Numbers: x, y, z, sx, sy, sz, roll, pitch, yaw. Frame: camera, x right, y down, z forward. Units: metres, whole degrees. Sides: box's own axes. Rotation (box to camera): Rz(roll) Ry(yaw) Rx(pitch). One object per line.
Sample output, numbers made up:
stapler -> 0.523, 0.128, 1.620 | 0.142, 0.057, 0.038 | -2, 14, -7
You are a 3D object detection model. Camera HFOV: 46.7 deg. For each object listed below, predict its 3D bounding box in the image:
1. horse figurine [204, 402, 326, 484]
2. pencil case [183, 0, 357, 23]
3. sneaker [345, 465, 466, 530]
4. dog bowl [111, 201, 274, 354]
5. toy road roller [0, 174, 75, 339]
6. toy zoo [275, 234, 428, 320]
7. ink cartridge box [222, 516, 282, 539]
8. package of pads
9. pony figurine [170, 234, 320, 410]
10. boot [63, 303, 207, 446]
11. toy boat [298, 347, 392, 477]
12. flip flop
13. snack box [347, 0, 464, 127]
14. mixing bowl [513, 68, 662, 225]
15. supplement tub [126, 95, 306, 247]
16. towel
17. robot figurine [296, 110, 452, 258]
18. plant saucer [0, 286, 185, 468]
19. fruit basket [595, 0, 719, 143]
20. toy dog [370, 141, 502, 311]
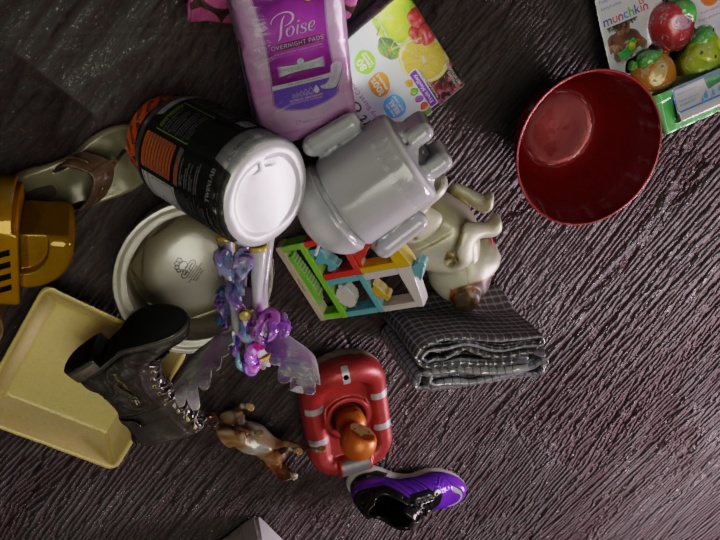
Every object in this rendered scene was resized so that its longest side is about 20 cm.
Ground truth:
horse figurine -> -0.144, 0.234, 1.159 | 0.199, 0.132, 0.051 | 33, 58, -26
pencil case -> -0.100, -0.323, 0.930 | 0.196, 0.095, 0.091 | -5, 157, -16
sneaker -> 0.079, 0.356, 1.275 | 0.196, 0.100, 0.071 | 6, 113, -19
dog bowl -> -0.209, -0.002, 1.043 | 0.196, 0.074, 0.204 | -7, 115, -14
toy road roller -> -0.395, -0.009, 0.933 | 0.143, 0.124, 0.203 | 1, 125, -17
toy zoo -> 0.000, 0.000, 1.069 | 0.197, 0.021, 0.132 | -11, 124, 34
ink cartridge box -> -0.190, 0.492, 1.260 | 0.199, 0.083, 0.147 | -37, 118, 1
package of pads -> -0.071, -0.236, 0.899 | 0.118, 0.076, 0.202 | -16, 136, -9
pony figurine -> -0.125, 0.058, 0.954 | 0.163, 0.194, 0.204 | 0, 111, 0
boot -> -0.245, 0.137, 1.026 | 0.197, 0.070, 0.175 | -22, 125, 24
toy boat -> -0.013, 0.214, 1.166 | 0.128, 0.131, 0.203 | -13, 117, -12
flip flop -> -0.326, -0.106, 0.968 | 0.197, 0.058, 0.082 | -22, 118, -7
snack box -> 0.010, -0.224, 1.024 | 0.199, 0.053, 0.143 | -39, 116, 4
mixing bowl -> 0.279, -0.174, 1.096 | 0.196, 0.109, 0.204 | -5, 115, -10
supplement tub -> -0.163, -0.117, 0.913 | 0.122, 0.199, 0.124 | -29, 134, -35
towel -> 0.140, 0.088, 1.142 | 0.196, 0.166, 0.087 | -5, 109, -15
robot figurine -> 0.006, -0.096, 0.945 | 0.198, 0.113, 0.171 | -34, 107, 12
plant saucer -> -0.356, 0.133, 1.070 | 0.198, 0.049, 0.202 | 29, 102, -25
fruit basket -> 0.414, -0.291, 1.102 | 0.182, 0.094, 0.203 | -22, 114, -7
toy dog -> 0.103, -0.034, 1.092 | 0.194, 0.140, 0.199 | -44, 120, 10
